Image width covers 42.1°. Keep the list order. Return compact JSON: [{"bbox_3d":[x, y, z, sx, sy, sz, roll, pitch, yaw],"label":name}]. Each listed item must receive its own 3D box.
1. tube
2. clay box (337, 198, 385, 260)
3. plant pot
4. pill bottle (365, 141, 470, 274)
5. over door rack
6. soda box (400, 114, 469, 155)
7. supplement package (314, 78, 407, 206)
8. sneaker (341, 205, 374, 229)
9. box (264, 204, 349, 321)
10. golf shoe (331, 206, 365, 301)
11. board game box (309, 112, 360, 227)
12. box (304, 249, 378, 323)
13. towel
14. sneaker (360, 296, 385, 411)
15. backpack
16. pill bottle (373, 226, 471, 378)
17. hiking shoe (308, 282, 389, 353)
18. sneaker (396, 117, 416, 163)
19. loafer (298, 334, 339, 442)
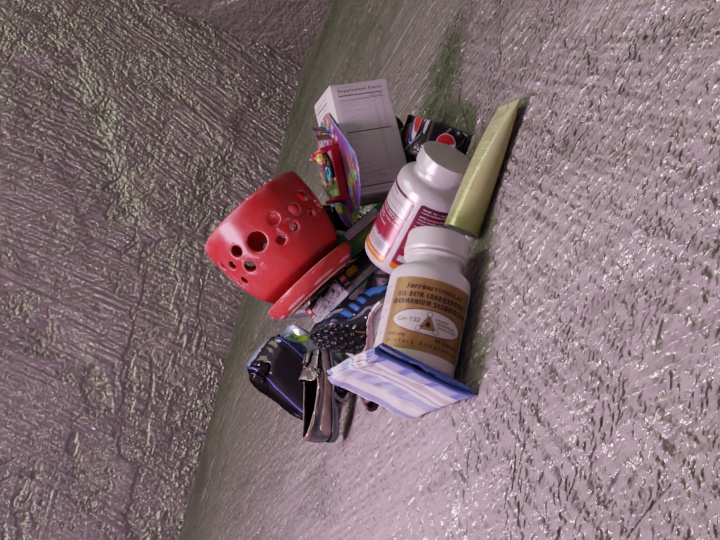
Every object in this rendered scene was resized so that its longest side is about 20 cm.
[{"bbox_3d":[0.178,-0.147,1.330,0.058,0.052,0.200,16,83,36],"label":"tube"},{"bbox_3d":[0.013,-0.070,1.704,0.115,0.048,0.200,-41,0,1],"label":"clay box"},{"bbox_3d":[-0.126,-0.036,1.553,0.200,0.183,0.200,-44,-1,-1],"label":"plant pot"},{"bbox_3d":[0.093,-0.093,1.447,0.113,0.113,0.200,-91,24,-55],"label":"pill bottle"},{"bbox_3d":[-0.010,0.117,1.685,0.148,0.066,0.200,126,158,-51],"label":"over door rack"},{"bbox_3d":[0.121,-0.222,1.596,0.200,0.071,0.063,-127,55,-75],"label":"soda box"},{"bbox_3d":[0.003,-0.223,1.661,0.110,0.113,0.200,150,109,-70],"label":"supplement package"},{"bbox_3d":[0.005,-0.090,1.866,0.077,0.085,0.200,-103,35,-66],"label":"sneaker"},{"bbox_3d":[-0.112,-0.014,1.770,0.122,0.106,0.201,-12,88,44],"label":"box"},{"bbox_3d":[-0.037,-0.031,1.821,0.094,0.200,0.078,-33,-4,40],"label":"golf shoe"},{"bbox_3d":[-0.056,-0.169,1.621,0.200,0.039,0.158,-120,28,-44],"label":"board game box"},{"bbox_3d":[0.000,0.000,1.635,0.200,0.040,0.137,-42,-2,-36],"label":"box"},{"bbox_3d":[0.047,0.150,1.229,0.024,0.147,0.200,-68,12,-22],"label":"towel"},{"bbox_3d":[0.042,0.143,1.455,0.116,0.075,0.200,-96,16,-49],"label":"sneaker"},{"bbox_3d":[-0.121,0.198,1.806,0.147,0.183,0.200,-51,5,-14],"label":"backpack"},{"bbox_3d":[0.089,0.048,1.270,0.114,0.114,0.200,140,146,-66],"label":"pill bottle"},{"bbox_3d":[0.005,0.078,1.572,0.200,0.074,0.087,-21,30,27],"label":"hiking shoe"},{"bbox_3d":[0.078,-0.198,1.791,0.200,0.075,0.116,-107,9,-45],"label":"sneaker"},{"bbox_3d":[-0.080,0.205,1.659,0.072,0.063,0.200,142,124,-59],"label":"loafer"}]
